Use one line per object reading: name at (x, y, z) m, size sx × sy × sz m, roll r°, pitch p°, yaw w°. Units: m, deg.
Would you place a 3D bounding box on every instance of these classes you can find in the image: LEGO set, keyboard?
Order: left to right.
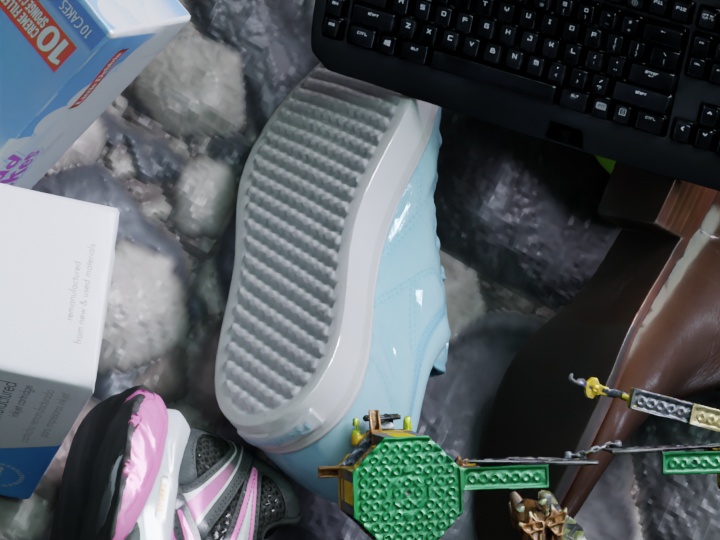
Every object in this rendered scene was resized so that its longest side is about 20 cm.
LEGO set at (0.072, 0.112, 0.979) m, size 0.198 × 0.116 × 0.155 m, roll -10°, pitch 91°, yaw -8°
keyboard at (0.078, -0.088, 0.985) m, size 0.199 × 0.105 × 0.040 m, roll 16°, pitch 21°, yaw 13°

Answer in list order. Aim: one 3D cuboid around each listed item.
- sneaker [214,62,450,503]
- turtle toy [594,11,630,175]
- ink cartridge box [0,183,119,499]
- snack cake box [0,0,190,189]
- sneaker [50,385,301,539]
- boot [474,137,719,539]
sneaker at (0.000, 0.000, 1.046) m, size 0.082 × 0.074 × 0.201 m, roll 51°, pitch 42°, yaw -38°
turtle toy at (0.090, -0.122, 1.078) m, size 0.101 × 0.145 × 0.201 m, roll -21°, pitch 106°, yaw -33°
ink cartridge box at (-0.189, 0.009, 0.937) m, size 0.199 × 0.116 × 0.068 m, roll 12°, pitch 64°, yaw -12°
snack cake box at (-0.168, -0.121, 0.994) m, size 0.200 × 0.115 × 0.067 m, roll 49°, pitch 23°, yaw 7°
sneaker at (-0.061, 0.141, 0.950) m, size 0.086 × 0.080 × 0.201 m, roll 19°, pitch 68°, yaw -22°
boot at (0.156, 0.053, 1.071) m, size 0.199 × 0.064 × 0.187 m, roll 25°, pitch 93°, yaw -30°
